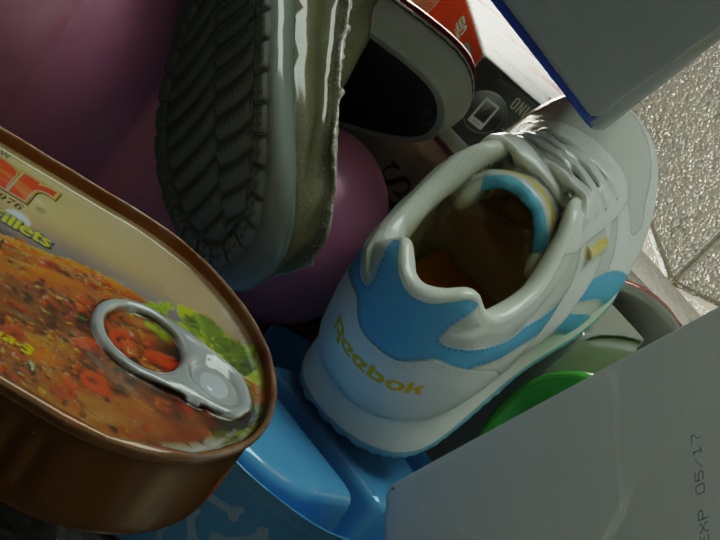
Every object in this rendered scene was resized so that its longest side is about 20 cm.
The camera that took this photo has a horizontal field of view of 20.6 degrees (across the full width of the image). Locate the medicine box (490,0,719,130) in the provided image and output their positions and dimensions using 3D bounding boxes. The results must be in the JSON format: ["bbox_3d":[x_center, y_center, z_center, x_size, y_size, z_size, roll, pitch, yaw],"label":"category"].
[{"bbox_3d":[0.070,-0.168,0.753,0.183,0.103,0.200,51,11,-8],"label":"medicine box"}]

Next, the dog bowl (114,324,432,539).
[{"bbox_3d":[-0.031,0.068,0.670,0.112,0.050,0.200,50,12,23],"label":"dog bowl"}]

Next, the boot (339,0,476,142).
[{"bbox_3d":[-0.017,-0.147,0.787,0.199,0.144,0.073,34,-34,9],"label":"boot"}]

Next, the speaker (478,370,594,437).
[{"bbox_3d":[0.127,0.109,0.770,0.200,0.088,0.089,33,16,-42],"label":"speaker"}]

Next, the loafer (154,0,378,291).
[{"bbox_3d":[-0.020,-0.084,0.652,0.069,0.075,0.202,17,59,-30],"label":"loafer"}]

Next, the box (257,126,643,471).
[{"bbox_3d":[0.000,0.000,0.836,0.200,0.128,0.109,48,12,17],"label":"box"}]

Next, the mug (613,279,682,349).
[{"bbox_3d":[0.068,0.005,1.044,0.200,0.132,0.179,-125,-165,-59],"label":"mug"}]

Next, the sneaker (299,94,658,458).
[{"bbox_3d":[0.059,-0.014,0.712,0.076,0.081,0.200,37,45,8],"label":"sneaker"}]

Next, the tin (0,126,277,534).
[{"bbox_3d":[-0.114,-0.003,0.523,0.199,0.042,0.112,32,30,-10],"label":"tin"}]

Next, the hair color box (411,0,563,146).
[{"bbox_3d":[0.072,-0.089,0.989,0.111,0.064,0.200,36,18,-18],"label":"hair color box"}]

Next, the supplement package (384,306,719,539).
[{"bbox_3d":[0.124,0.143,0.595,0.200,0.150,0.153,39,36,-31],"label":"supplement package"}]

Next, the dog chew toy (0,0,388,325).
[{"bbox_3d":[-0.074,-0.053,0.722,0.199,0.125,0.125,35,12,-14],"label":"dog chew toy"}]
